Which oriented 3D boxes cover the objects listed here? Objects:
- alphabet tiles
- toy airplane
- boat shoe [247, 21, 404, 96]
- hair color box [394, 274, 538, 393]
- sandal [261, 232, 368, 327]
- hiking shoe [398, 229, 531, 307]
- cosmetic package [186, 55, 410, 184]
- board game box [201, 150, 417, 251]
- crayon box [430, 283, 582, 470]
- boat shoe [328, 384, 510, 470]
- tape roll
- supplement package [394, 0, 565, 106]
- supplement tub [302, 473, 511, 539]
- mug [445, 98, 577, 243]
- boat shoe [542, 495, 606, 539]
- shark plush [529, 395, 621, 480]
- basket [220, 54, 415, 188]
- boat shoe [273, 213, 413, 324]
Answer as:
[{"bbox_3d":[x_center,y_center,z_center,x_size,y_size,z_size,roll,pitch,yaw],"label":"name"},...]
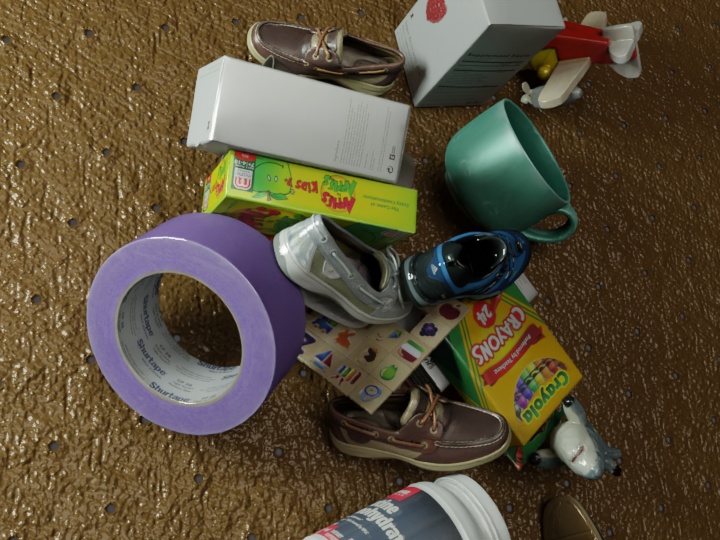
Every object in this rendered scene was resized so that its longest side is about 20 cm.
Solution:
[{"bbox_3d":[-0.006,0.047,0.958,0.199,0.008,0.167,33,62,30],"label":"alphabet tiles"},{"bbox_3d":[0.298,-0.298,1.213,0.198,0.142,0.200,-14,46,-14],"label":"toy airplane"},{"bbox_3d":[-0.039,-0.276,1.069,0.198,0.072,0.073,14,67,-19],"label":"boat shoe"},{"bbox_3d":[0.118,0.053,1.050,0.200,0.061,0.102,-39,92,-31],"label":"hair color box"},{"bbox_3d":[-0.076,0.001,0.942,0.206,0.059,0.080,37,67,-9],"label":"sandal"},{"bbox_3d":[0.135,-0.007,0.921,0.199,0.086,0.075,-19,85,-44],"label":"hiking shoe"},{"bbox_3d":[-0.064,-0.144,0.864,0.198,0.107,0.086,11,91,-26],"label":"cosmetic package"},{"bbox_3d":[-0.053,-0.066,0.877,0.198,0.101,0.048,10,76,-22],"label":"board game box"},{"bbox_3d":[0.172,0.111,0.995,0.127,0.051,0.201,-40,96,-30],"label":"crayon box"},{"bbox_3d":[0.061,0.162,0.921,0.197,0.072,0.073,4,46,12],"label":"boat shoe"},{"bbox_3d":[-0.159,0.051,0.839,0.200,0.200,0.085,48,25,-2],"label":"tape roll"},{"bbox_3d":[0.148,-0.314,1.114,0.119,0.200,0.123,-6,74,-26],"label":"supplement package"},{"bbox_3d":[0.043,0.305,0.882,0.198,0.140,0.142,-19,80,-29],"label":"supplement tub"},{"bbox_3d":[0.185,-0.108,1.091,0.186,0.114,0.152,62,25,9],"label":"mug"},{"bbox_3d":[0.284,0.364,1.024,0.072,0.072,0.201,2,56,-56],"label":"boat shoe"},{"bbox_3d":[0.272,0.226,1.026,0.083,0.200,0.091,33,84,32],"label":"shark plush"},{"bbox_3d":[-0.047,-0.125,1.000,0.198,0.136,0.182,22,78,-21],"label":"basket"},{"bbox_3d":[-0.001,-0.002,0.875,0.201,0.064,0.075,29,39,-44],"label":"boat shoe"}]
